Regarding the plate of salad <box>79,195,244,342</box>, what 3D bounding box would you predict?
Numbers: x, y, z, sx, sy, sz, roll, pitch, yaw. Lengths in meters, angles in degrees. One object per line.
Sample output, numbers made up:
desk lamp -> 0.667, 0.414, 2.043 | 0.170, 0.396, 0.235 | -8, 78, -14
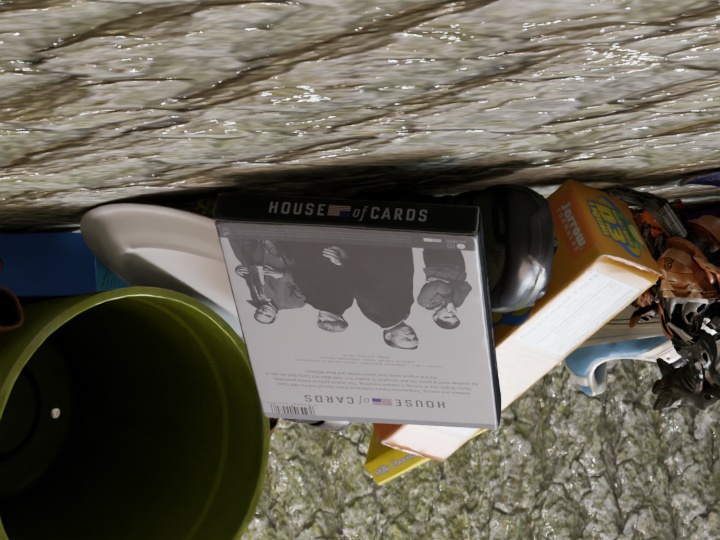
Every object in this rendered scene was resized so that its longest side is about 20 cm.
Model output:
plate of salad -> -0.075, 0.000, 1.497 | 0.199, 0.048, 0.200 | 19, 160, 7

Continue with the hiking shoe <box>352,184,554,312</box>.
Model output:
hiking shoe -> 0.035, -0.011, 1.443 | 0.100, 0.076, 0.200 | -2, 179, -30

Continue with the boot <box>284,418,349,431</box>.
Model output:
boot -> -0.112, 0.067, 1.854 | 0.173, 0.070, 0.200 | 11, -176, -35

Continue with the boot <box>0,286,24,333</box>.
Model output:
boot -> -0.325, 0.052, 1.477 | 0.187, 0.069, 0.200 | 1, 171, -31

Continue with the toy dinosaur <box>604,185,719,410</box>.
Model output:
toy dinosaur -> 0.208, 0.012, 1.522 | 0.102, 0.136, 0.200 | -29, -147, -8

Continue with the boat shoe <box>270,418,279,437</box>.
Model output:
boat shoe -> -0.089, 0.114, 1.719 | 0.072, 0.068, 0.200 | 8, 144, -37

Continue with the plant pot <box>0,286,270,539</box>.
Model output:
plant pot -> -0.193, 0.101, 1.556 | 0.199, 0.202, 0.192 | -1, -174, -36

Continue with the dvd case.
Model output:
dvd case -> 0.002, 0.027, 1.418 | 0.149, 0.025, 0.201 | 3, 145, 9

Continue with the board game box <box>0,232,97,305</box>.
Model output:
board game box -> -0.292, 0.005, 1.596 | 0.199, 0.045, 0.152 | -1, 174, -28

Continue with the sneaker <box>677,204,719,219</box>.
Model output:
sneaker -> 0.290, -0.014, 1.700 | 0.198, 0.075, 0.088 | -3, 171, 3

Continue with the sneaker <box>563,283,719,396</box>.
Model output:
sneaker -> 0.227, 0.028, 1.646 | 0.199, 0.073, 0.072 | -21, -177, 23

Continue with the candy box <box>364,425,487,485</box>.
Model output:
candy box -> 0.060, 0.077, 1.791 | 0.102, 0.026, 0.200 | -32, -161, 21

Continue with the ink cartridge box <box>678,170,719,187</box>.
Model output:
ink cartridge box -> 0.331, -0.046, 1.501 | 0.199, 0.041, 0.199 | 1, 174, -44

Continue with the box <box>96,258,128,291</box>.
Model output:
box -> -0.224, 0.035, 1.755 | 0.199, 0.049, 0.083 | -5, 134, 15

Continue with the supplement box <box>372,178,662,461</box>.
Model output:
supplement box -> 0.088, 0.032, 1.516 | 0.200, 0.067, 0.069 | -41, 141, 23
